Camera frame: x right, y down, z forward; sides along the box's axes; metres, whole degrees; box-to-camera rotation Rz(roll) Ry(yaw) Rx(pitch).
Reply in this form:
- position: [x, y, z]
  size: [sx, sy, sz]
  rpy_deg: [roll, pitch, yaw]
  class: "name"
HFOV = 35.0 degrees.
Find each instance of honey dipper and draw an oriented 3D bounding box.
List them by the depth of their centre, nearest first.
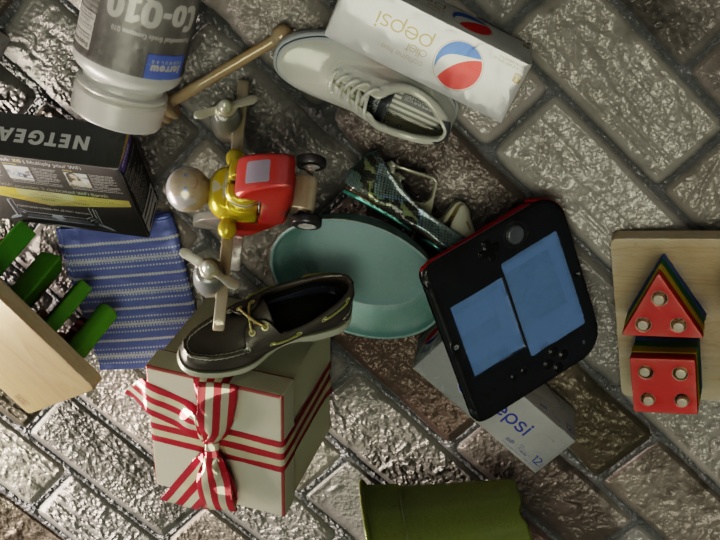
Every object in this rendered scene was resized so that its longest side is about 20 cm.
- position: [-0.154, -0.200, 1.190]
  size: [0.197, 0.038, 0.038]
  rpy_deg: [-25, 112, 18]
  class: "honey dipper"

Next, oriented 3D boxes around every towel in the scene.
- position: [-0.265, 0.025, 1.339]
  size: [0.142, 0.024, 0.203]
  rpy_deg: [-4, 119, 9]
  class: "towel"

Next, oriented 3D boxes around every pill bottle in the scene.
- position: [-0.218, -0.245, 1.118]
  size: [0.112, 0.114, 0.203]
  rpy_deg: [18, 112, -1]
  class: "pill bottle"

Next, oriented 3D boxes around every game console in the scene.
- position: [0.163, 0.040, 1.217]
  size: [0.175, 0.031, 0.203]
  rpy_deg: [-31, 116, -18]
  class: "game console"

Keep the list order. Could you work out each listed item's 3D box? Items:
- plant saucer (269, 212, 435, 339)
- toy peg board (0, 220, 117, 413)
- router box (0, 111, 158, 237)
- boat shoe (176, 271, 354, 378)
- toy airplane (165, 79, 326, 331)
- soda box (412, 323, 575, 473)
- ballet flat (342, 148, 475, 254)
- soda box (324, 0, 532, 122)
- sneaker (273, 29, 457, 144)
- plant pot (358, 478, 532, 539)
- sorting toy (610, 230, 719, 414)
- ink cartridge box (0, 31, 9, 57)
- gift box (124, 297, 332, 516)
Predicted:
- position: [0.000, 0.000, 1.241]
  size: [0.196, 0.036, 0.202]
  rpy_deg: [12, 142, 9]
  class: "plant saucer"
- position: [-0.391, 0.050, 1.325]
  size: [0.200, 0.098, 0.198]
  rpy_deg: [47, 144, -17]
  class: "toy peg board"
- position: [-0.327, -0.102, 1.212]
  size: [0.196, 0.053, 0.158]
  rpy_deg: [7, 157, 4]
  class: "router box"
- position: [-0.098, 0.051, 1.191]
  size: [0.198, 0.072, 0.061]
  rpy_deg: [-19, 150, -22]
  class: "boat shoe"
- position: [-0.135, -0.071, 1.161]
  size: [0.139, 0.201, 0.201]
  rpy_deg: [11, 120, -27]
  class: "toy airplane"
- position: [0.155, 0.136, 1.304]
  size: [0.199, 0.064, 0.068]
  rpy_deg: [40, 118, -12]
  class: "soda box"
- position: [0.076, -0.059, 1.215]
  size: [0.198, 0.075, 0.074]
  rpy_deg: [34, 118, -14]
  class: "ballet flat"
- position: [0.069, -0.226, 1.124]
  size: [0.197, 0.064, 0.069]
  rpy_deg: [25, 119, -5]
  class: "soda box"
- position: [0.006, -0.185, 1.145]
  size: [0.196, 0.071, 0.074]
  rpy_deg: [17, 119, -5]
  class: "sneaker"
- position: [0.108, 0.329, 1.363]
  size: [0.186, 0.201, 0.203]
  rpy_deg: [-13, 116, 1]
  class: "plant pot"
- position: [0.366, 0.064, 1.207]
  size: [0.196, 0.070, 0.202]
  rpy_deg: [1, 119, 22]
  class: "sorting toy"
- position: [-0.494, -0.234, 1.197]
  size: [0.198, 0.086, 0.147]
  rpy_deg: [34, 118, -11]
  class: "ink cartridge box"
- position: [-0.147, 0.156, 1.281]
  size: [0.196, 0.187, 0.188]
  rpy_deg: [5, 119, 17]
  class: "gift box"
